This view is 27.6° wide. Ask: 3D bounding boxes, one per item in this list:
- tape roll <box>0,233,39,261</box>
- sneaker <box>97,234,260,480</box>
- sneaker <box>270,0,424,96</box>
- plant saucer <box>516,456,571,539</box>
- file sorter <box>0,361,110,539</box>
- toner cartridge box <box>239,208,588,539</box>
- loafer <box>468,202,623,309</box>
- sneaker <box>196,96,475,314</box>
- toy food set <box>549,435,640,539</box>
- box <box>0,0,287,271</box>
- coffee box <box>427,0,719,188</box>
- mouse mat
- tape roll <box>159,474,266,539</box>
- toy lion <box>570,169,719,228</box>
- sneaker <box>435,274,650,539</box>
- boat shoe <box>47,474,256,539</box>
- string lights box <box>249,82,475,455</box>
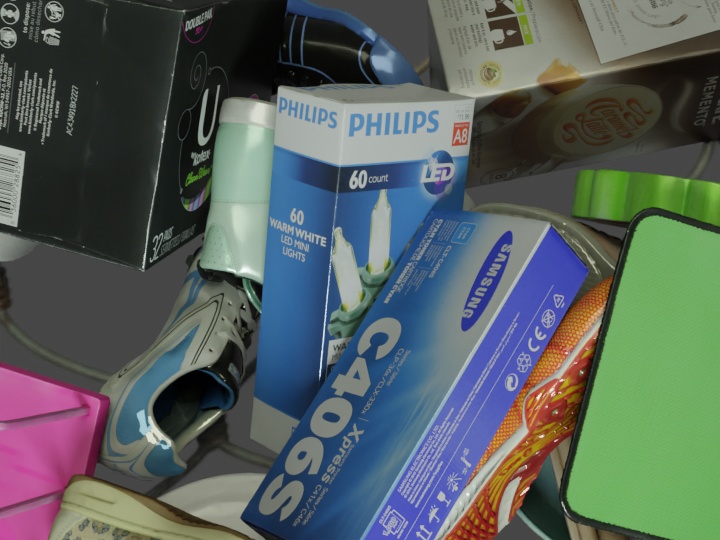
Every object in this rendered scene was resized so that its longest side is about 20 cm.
[{"bbox_3d":[-0.227,-0.111,0.906,0.070,0.203,0.205,12,67,10],"label":"tape roll"},{"bbox_3d":[-0.088,0.044,0.878,0.072,0.072,0.201,13,51,23],"label":"sneaker"},{"bbox_3d":[-0.051,-0.143,0.984,0.199,0.070,0.078,33,75,23],"label":"sneaker"},{"bbox_3d":[0.168,0.089,0.874,0.197,0.036,0.202,-2,62,3],"label":"plant saucer"},{"bbox_3d":[-0.241,0.151,0.780,0.137,0.125,0.203,15,94,17],"label":"file sorter"},{"bbox_3d":[0.028,0.063,0.750,0.094,0.043,0.201,10,62,51],"label":"toner cartridge box"},{"bbox_3d":[0.145,0.019,0.817,0.198,0.063,0.073,26,108,26],"label":"loafer"},{"bbox_3d":[-0.017,-0.019,0.890,0.073,0.199,0.120,9,84,50],"label":"sneaker"},{"bbox_3d":[0.180,0.101,0.813,0.141,0.061,0.202,-11,62,-1],"label":"toy food set"},{"bbox_3d":[-0.136,-0.104,0.874,0.123,0.200,0.151,15,108,10],"label":"box"},{"bbox_3d":[0.146,-0.129,0.935,0.197,0.115,0.081,-11,65,-1],"label":"coffee box"},{"bbox_3d":[0.207,0.070,0.744,0.197,0.008,0.163,16,89,-10],"label":"mouse mat"},{"bbox_3d":[-0.065,0.215,0.790,0.199,0.071,0.205,-7,60,12],"label":"tape roll"},{"bbox_3d":[0.219,-0.029,0.846,0.189,0.200,0.070,9,91,16],"label":"toy lion"},{"bbox_3d":[0.081,0.068,0.792,0.200,0.072,0.078,-51,55,27],"label":"sneaker"},{"bbox_3d":[-0.078,0.162,0.738,0.198,0.073,0.063,14,71,35],"label":"boat shoe"},{"bbox_3d":[0.000,0.000,0.821,0.102,0.203,0.059,-8,20,-42],"label":"string lights box"}]
